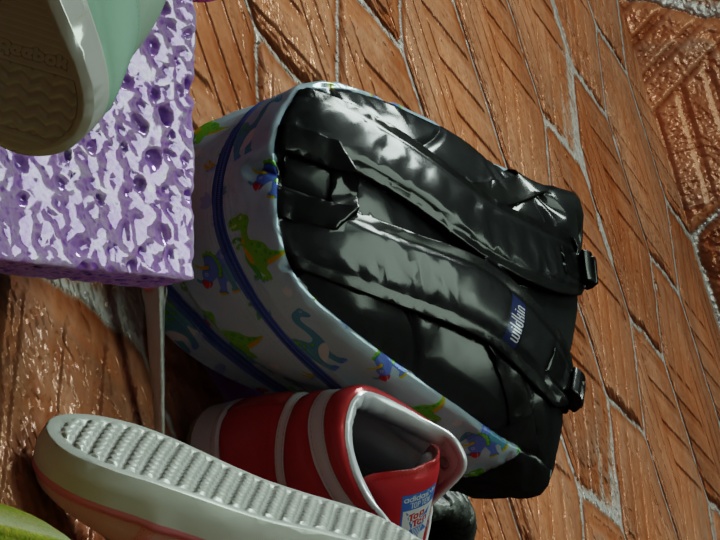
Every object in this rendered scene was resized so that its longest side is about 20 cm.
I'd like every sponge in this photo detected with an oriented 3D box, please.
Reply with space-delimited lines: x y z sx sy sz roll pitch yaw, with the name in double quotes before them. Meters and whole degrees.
"sponge" -0.109 -0.096 1.103 0.111 0.030 0.201 9 78 -49

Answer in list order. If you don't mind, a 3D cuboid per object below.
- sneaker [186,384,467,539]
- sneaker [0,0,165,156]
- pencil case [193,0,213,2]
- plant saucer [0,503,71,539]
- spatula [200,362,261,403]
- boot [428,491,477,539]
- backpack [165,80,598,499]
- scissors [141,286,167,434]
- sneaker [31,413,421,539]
"sneaker" 0.010 0.140 1.260 0.071 0.112 0.200 -43 110 -47
"sneaker" -0.118 -0.154 0.992 0.118 0.073 0.201 -64 147 -59
"pencil case" -0.104 -0.159 1.255 0.094 0.091 0.200 56 15 3
"plant saucer" -0.122 0.153 0.903 0.200 0.048 0.200 31 45 -70
"spatula" -0.034 0.114 1.356 0.057 0.020 0.201 -42 118 -61
"boot" -0.001 0.060 1.433 0.211 0.079 0.158 50 27 -61
"backpack" 0.000 0.000 1.298 0.200 0.153 0.164 37 54 -51
"scissors" -0.087 -0.010 1.218 0.014 0.073 0.201 2 71 -36
"sneaker" -0.060 0.131 1.128 0.200 0.105 0.075 24 10 -38
